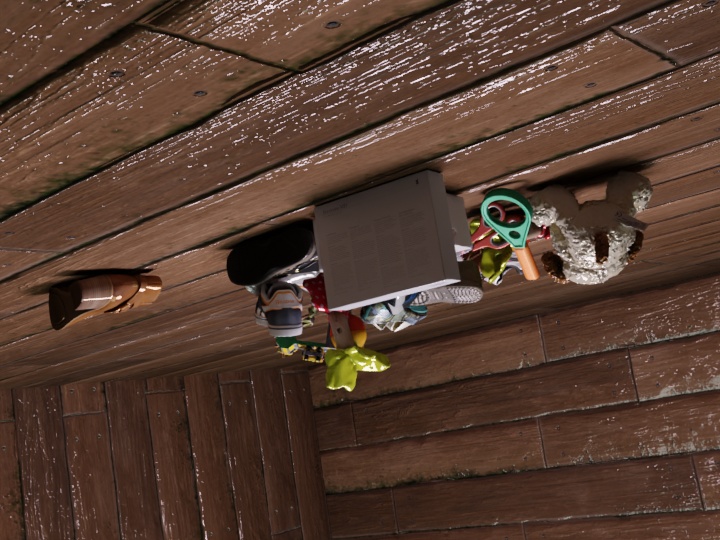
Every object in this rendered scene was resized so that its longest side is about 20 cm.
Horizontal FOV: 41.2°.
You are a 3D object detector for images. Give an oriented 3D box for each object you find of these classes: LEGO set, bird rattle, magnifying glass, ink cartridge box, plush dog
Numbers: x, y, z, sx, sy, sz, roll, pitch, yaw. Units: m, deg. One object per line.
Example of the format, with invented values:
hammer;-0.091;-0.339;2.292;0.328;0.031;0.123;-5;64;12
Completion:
LEGO set;-0.081;0.090;1.800;0.151;0.203;0.116;-1;158;3
bird rattle;0.273;-0.074;1.647;0.198;0.114;0.163;-27;-171;-5
magnifying glass;0.247;-0.056;1.519;0.078;0.023;0.201;0;139;29
bird rattle;-0.034;0.103;1.647;0.111;0.202;0.163;-26;169;4
ink cartridge box;0.048;-0.056;1.453;0.198;0.087;0.147;-16;169;32
plush dog;0.372;-0.042;1.512;0.196;0.163;0.173;-12;146;8

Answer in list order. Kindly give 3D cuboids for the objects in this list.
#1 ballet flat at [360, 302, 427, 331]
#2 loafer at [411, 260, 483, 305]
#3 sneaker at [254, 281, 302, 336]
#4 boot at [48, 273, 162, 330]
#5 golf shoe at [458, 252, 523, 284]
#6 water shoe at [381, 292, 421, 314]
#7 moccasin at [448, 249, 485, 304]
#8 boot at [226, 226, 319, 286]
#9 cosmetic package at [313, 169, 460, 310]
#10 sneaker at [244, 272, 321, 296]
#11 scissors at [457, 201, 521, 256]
ballet flat;0.057;0.079;1.779;0.073;0.076;0.199;-14;164;29
loafer;0.122;0.016;1.677;0.196;0.068;0.077;5;145;19
sneaker;-0.134;0.056;1.597;0.077;0.081;0.200;-4;-174;-15
boot;-0.446;0.047;1.659;0.154;0.078;0.199;-7;164;-40
golf shoe;0.239;-0.014;1.877;0.198;0.094;0.072;-16;170;43
water shoe;0.062;0.012;1.472;0.078;0.072;0.200;-36;172;-5
moccasin;0.219;-0.023;1.798;0.073;0.078;0.202;-16;155;-47
boot;-0.108;-0.021;1.561;0.198;0.074;0.149;-22;166;38
cosmetic package;0.034;-0.038;1.339;0.198;0.154;0.051;-15;171;33
sneaker;-0.116;-0.008;1.672;0.197;0.077;0.092;-3;153;-37
scissors;0.182;-0.035;1.587;0.200;0.073;0.014;-44;-178;28
